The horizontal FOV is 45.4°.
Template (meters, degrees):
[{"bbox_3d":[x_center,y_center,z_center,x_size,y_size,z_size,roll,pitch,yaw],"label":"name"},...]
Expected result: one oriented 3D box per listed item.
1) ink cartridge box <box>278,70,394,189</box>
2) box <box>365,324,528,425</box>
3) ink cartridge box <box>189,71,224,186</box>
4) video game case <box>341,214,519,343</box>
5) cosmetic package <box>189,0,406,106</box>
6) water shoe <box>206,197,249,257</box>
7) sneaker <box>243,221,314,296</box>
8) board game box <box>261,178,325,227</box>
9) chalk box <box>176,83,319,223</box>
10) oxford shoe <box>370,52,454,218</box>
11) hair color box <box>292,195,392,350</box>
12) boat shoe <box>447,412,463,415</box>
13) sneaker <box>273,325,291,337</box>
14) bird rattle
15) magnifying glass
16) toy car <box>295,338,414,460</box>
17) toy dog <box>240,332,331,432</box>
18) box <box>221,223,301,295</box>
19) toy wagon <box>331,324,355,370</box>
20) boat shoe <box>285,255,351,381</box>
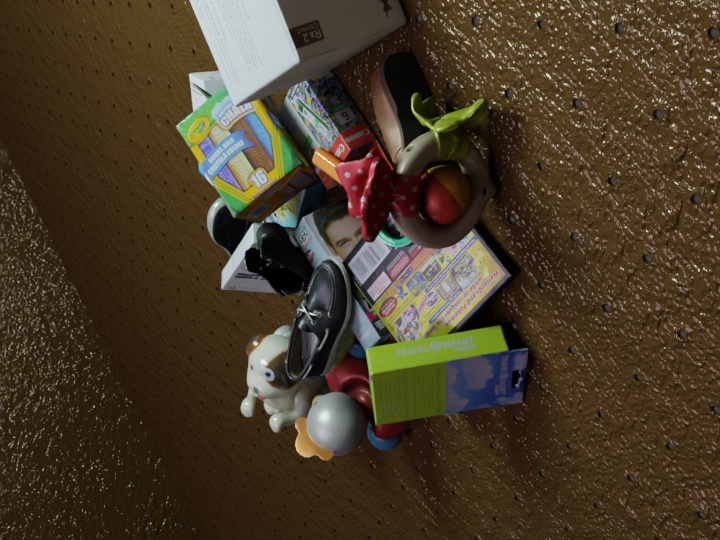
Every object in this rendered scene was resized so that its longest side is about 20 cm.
[{"bbox_3d":[-0.031,-0.172,1.181,0.202,0.050,0.109,58,151,10],"label":"ink cartridge box"},{"bbox_3d":[0.109,0.134,1.093,0.123,0.195,0.048,83,177,-48],"label":"box"},{"bbox_3d":[-0.222,-0.247,1.352,0.116,0.066,0.205,-143,47,-62],"label":"ink cartridge box"},{"bbox_3d":[0.081,-0.003,1.096,0.182,0.025,0.201,53,127,17],"label":"video game case"},{"bbox_3d":[-0.082,-0.320,1.025,0.199,0.163,0.168,-10,106,59],"label":"cosmetic package"},{"bbox_3d":[-0.238,-0.085,1.522,0.080,0.071,0.201,59,171,24],"label":"water shoe"},{"bbox_3d":[-0.099,0.005,1.238,0.200,0.059,0.105,46,-161,-42],"label":"sneaker"},{"bbox_3d":[-0.131,-0.128,1.384,0.152,0.046,0.201,51,149,20],"label":"board game box"},{"bbox_3d":[-0.168,-0.188,1.227,0.202,0.123,0.125,57,-171,7],"label":"chalk box"},{"bbox_3d":[0.061,-0.154,1.037,0.071,0.070,0.204,-16,89,63],"label":"oxford shoe"},{"bbox_3d":[0.000,0.000,1.225,0.202,0.098,0.061,56,150,10],"label":"hair color box"},{"bbox_3d":[0.114,0.108,1.180,0.070,0.070,0.205,5,116,29],"label":"boat shoe"},{"bbox_3d":[-0.094,0.197,1.580,0.115,0.073,0.203,29,147,42],"label":"sneaker"},{"bbox_3d":[0.078,-0.096,0.943,0.163,0.201,0.112,49,159,-29],"label":"bird rattle"},{"bbox_3d":[0.008,-0.101,1.106,0.199,0.022,0.081,40,121,32],"label":"magnifying glass"},{"bbox_3d":[-0.030,0.213,1.349,0.177,0.198,0.186,45,147,27],"label":"toy car"},{"bbox_3d":[-0.115,0.177,1.427,0.139,0.195,0.200,35,176,28],"label":"toy dog"},{"bbox_3d":[-0.130,-0.014,1.368,0.200,0.141,0.037,138,132,-59],"label":"box"},{"bbox_3d":[-0.045,0.063,1.342,0.156,0.039,0.201,-57,22,27],"label":"toy wagon"},{"bbox_3d":[-0.064,0.072,1.202,0.074,0.060,0.203,45,135,33],"label":"boat shoe"}]
